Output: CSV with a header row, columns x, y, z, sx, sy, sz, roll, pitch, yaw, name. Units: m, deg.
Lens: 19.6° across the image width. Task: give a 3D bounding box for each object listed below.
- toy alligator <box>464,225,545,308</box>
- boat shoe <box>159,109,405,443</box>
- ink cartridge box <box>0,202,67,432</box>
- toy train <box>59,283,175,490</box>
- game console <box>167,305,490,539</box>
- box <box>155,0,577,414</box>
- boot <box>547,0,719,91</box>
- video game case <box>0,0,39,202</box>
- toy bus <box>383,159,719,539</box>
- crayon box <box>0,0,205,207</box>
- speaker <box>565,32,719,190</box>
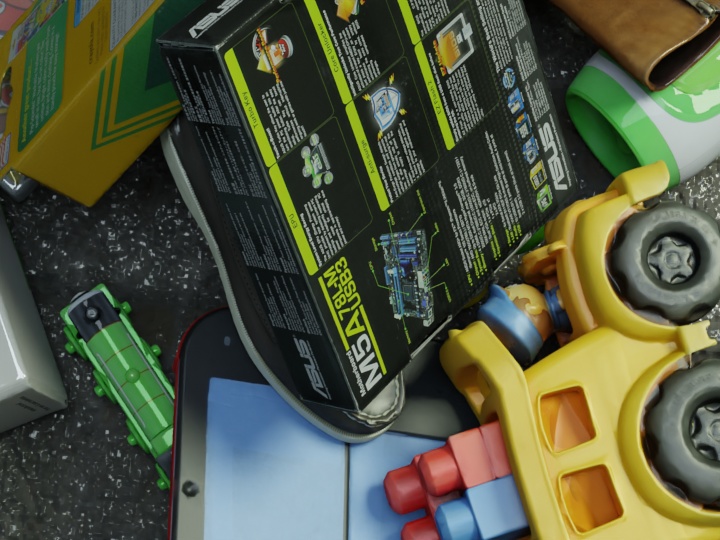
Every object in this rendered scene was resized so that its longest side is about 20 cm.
x,y,z,sx,sy,sz,roll,pitch,yaw,name
0.000,0.000,1.110,0.198,0.060,0.054,-21,33,2,toy alligator
-0.033,-0.007,1.034,0.071,0.060,0.202,-31,93,-28,boat shoe
-0.272,0.035,1.077,0.198,0.084,0.147,-22,77,3,ink cartridge box
-0.095,0.091,1.085,0.042,0.056,0.201,-34,80,-6,toy train
-0.013,0.122,1.050,0.175,0.031,0.202,8,67,-16,game console
0.012,-0.069,0.981,0.047,0.201,0.193,12,44,43,box
0.144,-0.210,1.099,0.188,0.069,0.200,-47,51,-8,boot
-0.198,-0.169,1.162,0.200,0.023,0.182,42,81,9,video game case
0.100,0.068,1.045,0.190,0.136,0.202,-14,77,-4,toy bus
-0.117,-0.124,1.050,0.051,0.200,0.126,27,39,-29,crayon box
0.207,-0.129,1.117,0.200,0.088,0.089,-39,80,-7,speaker
